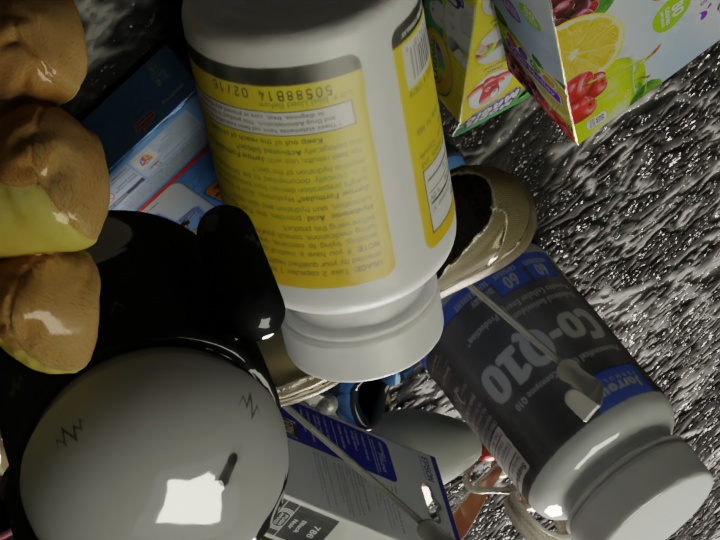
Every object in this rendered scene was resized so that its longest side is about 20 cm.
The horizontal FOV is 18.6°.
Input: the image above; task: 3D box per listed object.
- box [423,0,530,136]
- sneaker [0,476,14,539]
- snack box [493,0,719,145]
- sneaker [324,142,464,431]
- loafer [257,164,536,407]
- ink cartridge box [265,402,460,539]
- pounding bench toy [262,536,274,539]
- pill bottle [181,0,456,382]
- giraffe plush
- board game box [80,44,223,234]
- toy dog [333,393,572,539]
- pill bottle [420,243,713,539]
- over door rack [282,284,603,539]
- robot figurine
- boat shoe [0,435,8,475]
[{"bbox_3d":[0.092,-0.160,1.157,0.117,0.048,0.201,-28,150,-21],"label":"box"},{"bbox_3d":[-0.150,0.148,1.225,0.198,0.079,0.096,4,134,9],"label":"sneaker"},{"bbox_3d":[0.143,-0.176,1.073,0.168,0.068,0.200,-36,154,-8],"label":"snack box"},{"bbox_3d":[0.026,0.013,1.317,0.066,0.079,0.201,-11,142,-40],"label":"sneaker"},{"bbox_3d":[0.000,0.000,1.169,0.199,0.076,0.067,-35,158,-2],"label":"loafer"},{"bbox_3d":[-0.032,0.121,1.296,0.199,0.100,0.039,25,118,-28],"label":"ink cartridge box"},{"bbox_3d":[-0.066,0.207,1.369,0.124,0.200,0.156,-14,144,-41],"label":"pounding bench toy"},{"bbox_3d":[-0.013,-0.050,1.046,0.111,0.111,0.201,-27,126,-23],"label":"pill bottle"},{"bbox_3d":[-0.212,-0.032,0.890,0.161,0.174,0.200,-6,175,-32],"label":"giraffe plush"},{"bbox_3d":[-0.103,-0.022,1.139,0.151,0.037,0.200,-41,153,6],"label":"board game box"},{"bbox_3d":[0.042,0.136,1.488,0.199,0.132,0.096,24,130,-29],"label":"toy dog"},{"bbox_3d":[0.132,0.089,1.431,0.113,0.200,0.114,-30,153,-17],"label":"pill bottle"},{"bbox_3d":[0.028,0.053,1.252,0.148,0.200,0.067,-51,166,23],"label":"over door rack"},{"bbox_3d":[-0.102,0.054,0.990,0.124,0.200,0.151,-9,127,-14],"label":"robot figurine"},{"bbox_3d":[-0.145,0.075,1.145,0.200,0.064,0.073,37,61,-79],"label":"boat shoe"}]
